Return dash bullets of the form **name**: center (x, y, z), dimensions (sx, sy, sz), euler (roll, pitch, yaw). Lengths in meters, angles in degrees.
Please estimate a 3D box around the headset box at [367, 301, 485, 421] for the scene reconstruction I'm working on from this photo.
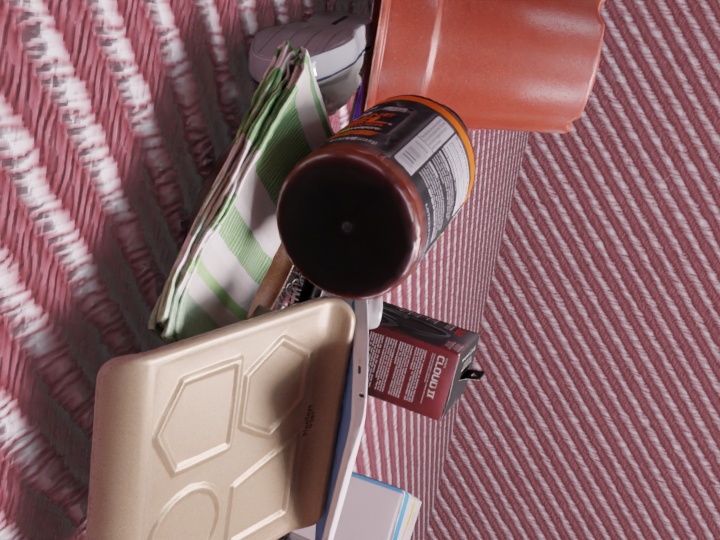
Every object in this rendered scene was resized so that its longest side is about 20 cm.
- **headset box**: center (0.036, 0.087, 1.017), dimensions (0.149, 0.197, 0.078), euler (-14, 120, -73)

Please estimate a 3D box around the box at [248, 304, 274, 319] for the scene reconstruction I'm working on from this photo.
- **box**: center (-0.099, 0.134, 0.723), dimensions (0.201, 0.068, 0.082), euler (-57, 165, -15)

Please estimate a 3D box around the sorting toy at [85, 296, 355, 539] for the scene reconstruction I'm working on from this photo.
- **sorting toy**: center (-0.091, 0.117, 0.618), dimensions (0.199, 0.036, 0.188), euler (-13, 119, -48)

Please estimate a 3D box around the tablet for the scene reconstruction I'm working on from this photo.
- **tablet**: center (-0.015, 0.127, 0.722), dimensions (0.131, 0.013, 0.202), euler (-88, -172, -47)

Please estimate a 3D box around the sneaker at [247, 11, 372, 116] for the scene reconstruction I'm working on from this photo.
- **sneaker**: center (-0.031, -0.153, 0.735), dimensions (0.200, 0.072, 0.072), euler (-48, 146, -63)

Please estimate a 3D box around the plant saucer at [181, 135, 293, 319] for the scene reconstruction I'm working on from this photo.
- **plant saucer**: center (-0.085, -0.033, 0.713), dimensions (0.200, 0.036, 0.203), euler (21, 89, -77)

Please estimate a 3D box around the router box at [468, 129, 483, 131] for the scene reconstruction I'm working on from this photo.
- **router box**: center (0.127, -0.289, 1.150), dimensions (0.179, 0.048, 0.203), euler (33, 56, -76)

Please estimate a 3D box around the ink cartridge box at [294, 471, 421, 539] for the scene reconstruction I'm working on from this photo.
- **ink cartridge box**: center (-0.020, 0.329, 1.188), dimensions (0.200, 0.145, 0.148), euler (59, 48, -71)

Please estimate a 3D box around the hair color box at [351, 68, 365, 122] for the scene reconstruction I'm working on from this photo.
- **hair color box**: center (0.046, -0.208, 1.012), dimensions (0.109, 0.064, 0.203), euler (-13, 117, -74)

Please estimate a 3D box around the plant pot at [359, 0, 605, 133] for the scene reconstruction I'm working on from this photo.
- **plant pot**: center (0.107, -0.211, 0.856), dimensions (0.201, 0.192, 0.204), euler (-172, -90, -87)

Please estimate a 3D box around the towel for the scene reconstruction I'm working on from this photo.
- **towel**: center (-0.071, -0.033, 0.637), dimensions (0.153, 0.023, 0.202), euler (67, 45, -73)

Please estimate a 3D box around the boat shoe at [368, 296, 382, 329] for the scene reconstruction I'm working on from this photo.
- **boat shoe**: center (0.000, 0.000, 0.976), dimensions (0.200, 0.068, 0.073), euler (-86, -168, -70)

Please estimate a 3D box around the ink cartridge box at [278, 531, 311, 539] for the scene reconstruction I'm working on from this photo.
- **ink cartridge box**: center (-0.057, 0.295, 0.885), dimensions (0.145, 0.198, 0.085), euler (70, 43, -68)

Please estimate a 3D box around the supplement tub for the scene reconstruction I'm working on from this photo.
- **supplement tub**: center (0.023, -0.065, 0.693), dimensions (0.200, 0.106, 0.108), euler (-48, 152, -59)

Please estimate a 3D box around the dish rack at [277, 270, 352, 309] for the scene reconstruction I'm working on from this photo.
- **dish rack**: center (-0.038, -0.004, 0.843), dimensions (0.200, 0.054, 0.155), euler (-30, -140, 65)
